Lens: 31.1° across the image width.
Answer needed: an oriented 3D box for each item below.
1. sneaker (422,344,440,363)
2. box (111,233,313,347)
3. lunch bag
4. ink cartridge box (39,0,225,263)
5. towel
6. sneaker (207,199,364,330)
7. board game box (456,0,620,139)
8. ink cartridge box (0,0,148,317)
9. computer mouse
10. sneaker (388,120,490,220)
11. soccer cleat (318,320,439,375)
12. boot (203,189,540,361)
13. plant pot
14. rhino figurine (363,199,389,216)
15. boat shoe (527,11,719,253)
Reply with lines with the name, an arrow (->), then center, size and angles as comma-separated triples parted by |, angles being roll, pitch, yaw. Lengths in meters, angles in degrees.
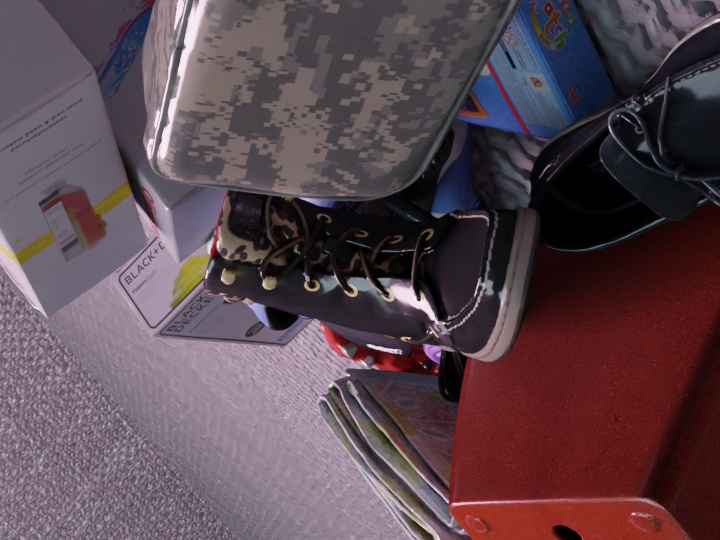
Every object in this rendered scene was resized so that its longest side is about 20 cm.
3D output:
sneaker -> 0.118, 0.092, 0.990 | 0.200, 0.083, 0.081 | 29, 158, 37
box -> -0.086, -0.001, 1.011 | 0.060, 0.117, 0.200 | 53, -164, 21
lunch bag -> -0.017, -0.149, 0.556 | 0.139, 0.168, 0.200 | 2, 150, -15
ink cartridge box -> -0.118, -0.134, 0.806 | 0.200, 0.144, 0.145 | 51, 168, 6
towel -> 0.088, 0.128, 0.831 | 0.199, 0.048, 0.171 | 9, -157, -34
sneaker -> -0.021, -0.025, 0.791 | 0.089, 0.078, 0.200 | 58, 145, 11
board game box -> 0.033, -0.146, 0.704 | 0.200, 0.037, 0.151 | 19, 151, 50
ink cartridge box -> -0.202, -0.083, 0.721 | 0.145, 0.083, 0.200 | 49, 163, 18
computer mouse -> 0.000, 0.000, 0.846 | 0.200, 0.046, 0.141 | 37, 145, 43
sneaker -> 0.057, -0.039, 0.868 | 0.200, 0.077, 0.076 | 95, 171, -53
soccer cleat -> 0.008, 0.043, 1.086 | 0.085, 0.069, 0.200 | 46, -177, 40
boot -> 0.000, -0.006, 0.657 | 0.150, 0.074, 0.200 | 14, 174, -8
plant pot -> 0.163, 0.095, 0.670 | 0.200, 0.176, 0.200 | -14, 124, 48
rhino figurine -> 0.013, -0.020, 0.984 | 0.200, 0.060, 0.087 | 44, -174, -5
boat shoe -> 0.144, -0.058, 0.589 | 0.075, 0.062, 0.200 | 41, 147, -13
